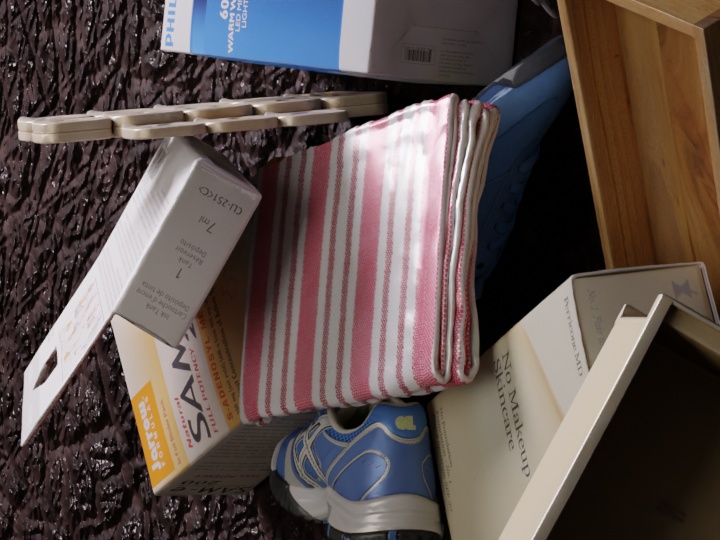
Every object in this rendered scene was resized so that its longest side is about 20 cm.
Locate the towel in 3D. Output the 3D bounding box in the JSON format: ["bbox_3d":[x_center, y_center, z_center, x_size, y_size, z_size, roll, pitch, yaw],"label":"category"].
[{"bbox_3d":[0.000,0.000,1.112,0.199,0.030,0.148,-16,64,54],"label":"towel"}]

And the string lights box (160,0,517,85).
[{"bbox_3d":[-0.016,-0.141,1.211,0.199,0.102,0.060,13,99,50],"label":"string lights box"}]

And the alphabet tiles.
[{"bbox_3d":[-0.089,-0.088,1.213,0.195,0.198,0.015,-165,69,-72],"label":"alphabet tiles"}]

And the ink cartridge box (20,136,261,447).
[{"bbox_3d":[-0.126,0.012,1.199,0.177,0.044,0.200,-59,12,3],"label":"ink cartridge box"}]

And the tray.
[{"bbox_3d":[0.147,-0.045,0.981,0.098,0.037,0.201,32,146,47],"label":"tray"}]

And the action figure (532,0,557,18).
[{"bbox_3d":[0.059,-0.197,1.044,0.130,0.200,0.070,-15,42,56],"label":"action figure"}]

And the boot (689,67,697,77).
[{"bbox_3d":[0.226,-0.125,0.939,0.200,0.073,0.155,50,126,27],"label":"boot"}]

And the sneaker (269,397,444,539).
[{"bbox_3d":[0.001,0.102,1.181,0.200,0.075,0.078,-172,85,-70],"label":"sneaker"}]

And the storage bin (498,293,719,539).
[{"bbox_3d":[0.149,0.146,0.873,0.201,0.197,0.094,-61,4,-3],"label":"storage bin"}]

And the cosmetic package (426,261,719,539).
[{"bbox_3d":[0.104,0.079,1.030,0.200,0.072,0.104,128,134,-63],"label":"cosmetic package"}]

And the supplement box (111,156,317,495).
[{"bbox_3d":[-0.062,0.038,1.284,0.200,0.073,0.127,-42,56,42],"label":"supplement box"}]

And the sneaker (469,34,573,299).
[{"bbox_3d":[0.065,-0.040,1.150,0.079,0.066,0.200,47,122,9],"label":"sneaker"}]
